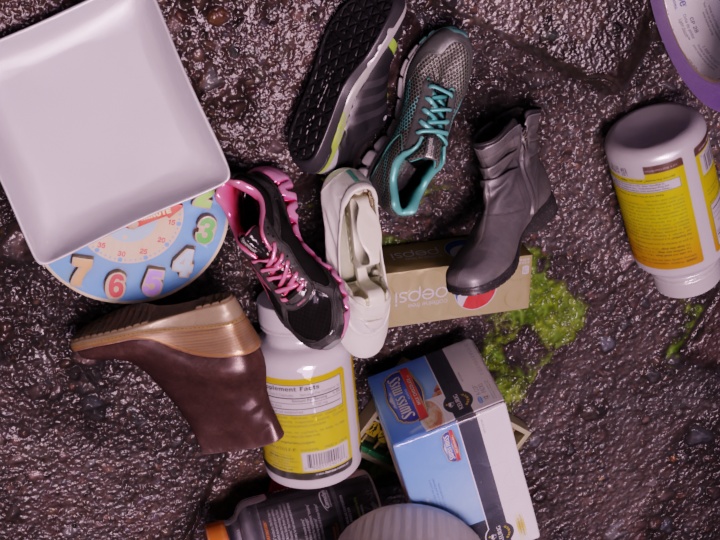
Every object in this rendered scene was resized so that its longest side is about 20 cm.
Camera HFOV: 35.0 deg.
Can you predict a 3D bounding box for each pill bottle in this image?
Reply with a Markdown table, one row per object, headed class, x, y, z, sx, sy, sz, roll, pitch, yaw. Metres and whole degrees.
| class | x | y | z | sx | sy | sz | roll | pitch | yaw |
| --- | --- | --- | --- | --- | --- | --- | --- | --- | --- |
| pill bottle | -0.059 | 0.119 | 1.218 | 0.109 | 0.111 | 0.204 | -9 | 112 | -12 |
| pill bottle | -0.076 | 0.299 | 1.293 | 0.196 | 0.106 | 0.108 | -12 | 120 | -13 |
| pill bottle | 0.338 | -0.072 | 1.245 | 0.108 | 0.110 | 0.202 | -25 | 121 | -3 |

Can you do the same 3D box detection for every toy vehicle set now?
| class | x | y | z | sx | sy | sz | roll | pitch | yaw |
| --- | --- | --- | --- | --- | --- | --- | --- | --- | --- |
| toy vehicle set | 0.092 | 0.196 | 1.357 | 0.198 | 0.027 | 0.125 | 29 | 106 | -27 |

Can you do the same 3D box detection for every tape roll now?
| class | x | y | z | sx | sy | sz | roll | pitch | yaw |
| --- | --- | --- | --- | --- | --- | --- | --- | --- | --- |
| tape roll | 0.350 | -0.258 | 1.098 | 0.065 | 0.201 | 0.202 | -22 | 121 | -5 |

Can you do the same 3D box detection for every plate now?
| class | x | y | z | sx | sy | sz | roll | pitch | yaw |
| --- | --- | --- | --- | --- | --- | --- | --- | --- | --- |
| plate | -0.245 | -0.136 | 1.049 | 0.197 | 0.032 | 0.203 | -24 | 98 | -2 |

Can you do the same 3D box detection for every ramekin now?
| class | x | y | z | sx | sy | sz | roll | pitch | yaw |
| --- | --- | --- | --- | --- | --- | --- | --- | --- | --- |
| ramekin | 0.051 | 0.340 | 1.205 | 0.196 | 0.106 | 0.203 | 2 | 123 | 3 |

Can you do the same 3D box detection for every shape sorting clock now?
| class | x | y | z | sx | sy | sz | roll | pitch | yaw |
| --- | --- | --- | --- | --- | --- | --- | --- | --- | --- |
| shape sorting clock | -0.226 | -0.054 | 1.124 | 0.196 | 0.039 | 0.203 | -7 | 118 | -13 |

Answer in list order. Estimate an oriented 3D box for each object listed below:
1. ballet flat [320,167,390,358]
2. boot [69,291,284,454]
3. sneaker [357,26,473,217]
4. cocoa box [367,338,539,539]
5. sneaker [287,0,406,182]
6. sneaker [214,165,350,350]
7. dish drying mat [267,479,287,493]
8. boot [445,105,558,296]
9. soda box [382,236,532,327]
| class | x | y | z | sx | sy | sz | roll | pitch | yaw |
| --- | --- | --- | --- | --- | --- | --- | --- | --- | --- |
| ballet flat | 0.000 | 0.000 | 1.134 | 0.068 | 0.069 | 0.204 | -11 | 108 | -11 |
| boot | -0.187 | 0.117 | 1.163 | 0.196 | 0.073 | 0.169 | -10 | 110 | 15 |
| sneaker | 0.067 | -0.140 | 1.138 | 0.076 | 0.091 | 0.203 | 13 | 112 | -23 |
| cocoa box | 0.103 | 0.208 | 1.271 | 0.129 | 0.134 | 0.202 | -20 | 121 | -2 |
| sneaker | -0.004 | -0.181 | 1.124 | 0.082 | 0.072 | 0.202 | 9 | 117 | -47 |
| sneaker | -0.082 | -0.012 | 1.100 | 0.078 | 0.202 | 0.095 | -34 | 165 | 19 |
| dish drying mat | -0.078 | 0.276 | 1.353 | 0.075 | 0.018 | 0.203 | 7 | 113 | -21 |
| boot | 0.132 | -0.076 | 1.167 | 0.200 | 0.069 | 0.133 | -50 | 134 | -42 |
| soda box | 0.083 | 0.010 | 1.237 | 0.196 | 0.064 | 0.069 | -7 | 119 | -14 |
